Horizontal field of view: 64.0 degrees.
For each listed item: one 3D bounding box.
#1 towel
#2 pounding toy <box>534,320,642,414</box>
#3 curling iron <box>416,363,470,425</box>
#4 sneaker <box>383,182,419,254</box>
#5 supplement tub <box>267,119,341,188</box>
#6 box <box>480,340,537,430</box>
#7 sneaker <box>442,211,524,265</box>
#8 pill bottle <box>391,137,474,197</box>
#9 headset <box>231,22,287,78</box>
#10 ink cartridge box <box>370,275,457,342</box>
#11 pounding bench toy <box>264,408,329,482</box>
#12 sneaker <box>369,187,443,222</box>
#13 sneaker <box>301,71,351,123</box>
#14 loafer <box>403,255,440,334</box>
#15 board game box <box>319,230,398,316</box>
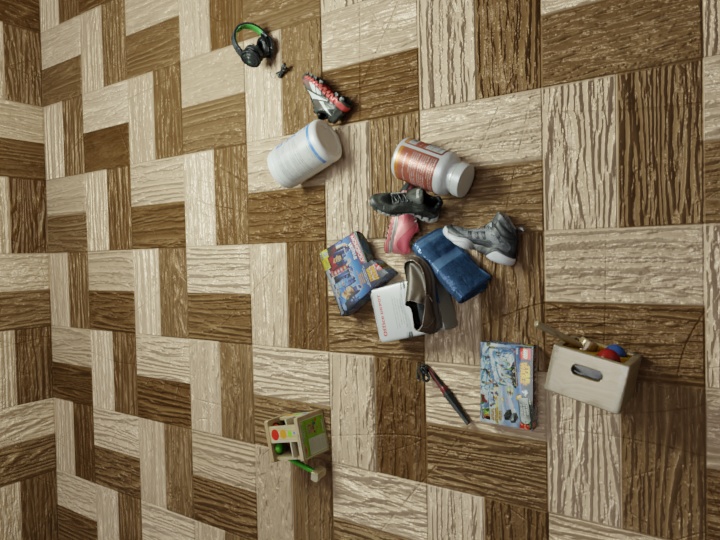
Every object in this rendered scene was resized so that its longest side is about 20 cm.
[{"bbox_3d":[0.228,-0.016,1.457,0.201,0.111,0.049,51,153,22],"label":"towel"},{"bbox_3d":[0.483,0.195,1.243,0.198,0.183,0.144,16,100,33],"label":"pounding toy"},{"bbox_3d":[0.218,0.328,1.525,0.049,0.026,0.200,-39,70,-10],"label":"curling iron"},{"bbox_3d":[0.124,-0.138,1.562,0.086,0.074,0.203,15,94,1],"label":"sneaker"},{"bbox_3d":[-0.165,-0.343,1.703,0.198,0.131,0.134,-24,78,32],"label":"supplement tub"},{"bbox_3d":[0.364,0.279,1.417,0.135,0.040,0.203,2,93,36],"label":"box"},{"bbox_3d":[0.307,-0.098,1.423,0.198,0.075,0.115,27,106,25],"label":"sneaker"},{"bbox_3d":[0.186,-0.260,1.475,0.199,0.112,0.114,28,107,31],"label":"pill bottle"},{"bbox_3d":[-0.312,-0.691,1.802,0.201,0.124,0.094,49,149,-9],"label":"headset"},{"bbox_3d":[0.141,0.101,1.536,0.198,0.085,0.149,-16,82,35],"label":"ink cartridge box"},{"bbox_3d":[-0.194,0.543,1.763,0.154,0.124,0.203,-15,84,34],"label":"pounding bench toy"},{"bbox_3d":[0.123,-0.179,1.472,0.091,0.197,0.067,122,153,-56],"label":"sneaker"},{"bbox_3d":[-0.116,-0.505,1.698,0.200,0.070,0.098,45,113,23],"label":"sneaker"},{"bbox_3d":[0.146,0.061,1.430,0.073,0.070,0.203,-23,78,48],"label":"loafer"},{"bbox_3d":[0.000,0.000,1.645,0.198,0.061,0.203,-27,76,31],"label":"board game box"}]
